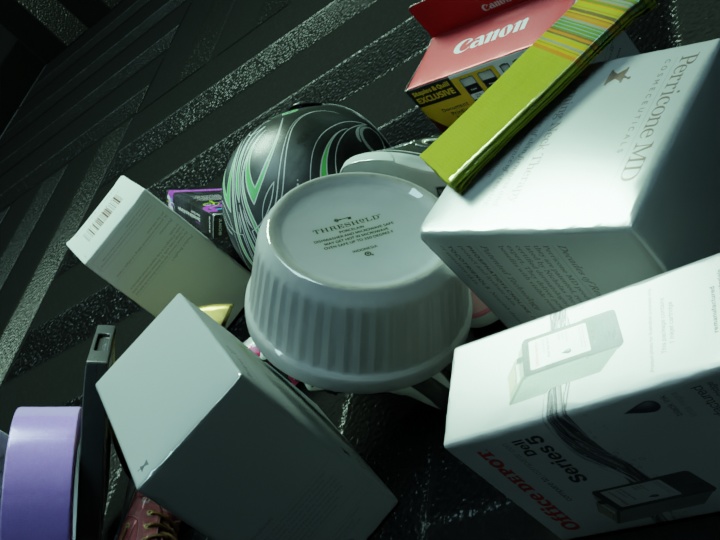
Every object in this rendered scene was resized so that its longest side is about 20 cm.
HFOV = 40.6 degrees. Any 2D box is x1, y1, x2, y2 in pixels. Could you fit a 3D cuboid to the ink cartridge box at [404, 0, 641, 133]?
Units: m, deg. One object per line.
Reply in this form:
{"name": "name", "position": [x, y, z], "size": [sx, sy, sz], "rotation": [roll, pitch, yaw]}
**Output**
{"name": "ink cartridge box", "position": [0.151, -0.199, 0.954], "size": [0.200, 0.176, 0.084], "rotation": [-10, 46, 48]}

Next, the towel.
{"name": "towel", "position": [0.131, -0.143, 0.744], "size": [0.200, 0.018, 0.086], "rotation": [-44, 23, 6]}

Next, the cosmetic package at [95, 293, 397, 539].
{"name": "cosmetic package", "position": [-0.104, 0.148, 0.850], "size": [0.123, 0.200, 0.199], "rotation": [-49, 30, -3]}

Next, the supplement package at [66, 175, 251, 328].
{"name": "supplement package", "position": [-0.245, -0.008, 1.221], "size": [0.117, 0.200, 0.117], "rotation": [-52, 30, -7]}

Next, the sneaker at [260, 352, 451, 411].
{"name": "sneaker", "position": [-0.002, 0.085, 0.870], "size": [0.199, 0.074, 0.080], "rotation": [24, 83, 25]}

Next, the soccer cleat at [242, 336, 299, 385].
{"name": "soccer cleat", "position": [-0.073, 0.076, 1.042], "size": [0.200, 0.070, 0.086], "rotation": [-32, 23, 16]}

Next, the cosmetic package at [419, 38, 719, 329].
{"name": "cosmetic package", "position": [0.190, -0.042, 0.724], "size": [0.200, 0.166, 0.168], "rotation": [1, 53, 52]}

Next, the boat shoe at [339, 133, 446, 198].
{"name": "boat shoe", "position": [0.080, -0.102, 0.992], "size": [0.199, 0.071, 0.064], "rotation": [3, 47, 15]}

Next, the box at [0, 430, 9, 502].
{"name": "box", "position": [-0.444, 0.297, 1.144], "size": [0.097, 0.176, 0.200], "rotation": [3, 56, 54]}

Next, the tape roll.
{"name": "tape roll", "position": [-0.323, 0.242, 1.000], "size": [0.200, 0.065, 0.201], "rotation": [-178, 90, -79]}

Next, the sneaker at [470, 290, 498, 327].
{"name": "sneaker", "position": [0.132, -0.051, 0.876], "size": [0.200, 0.105, 0.075], "rotation": [-50, 31, -1]}

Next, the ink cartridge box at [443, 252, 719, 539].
{"name": "ink cartridge box", "position": [0.174, 0.088, 0.610], "size": [0.200, 0.145, 0.084], "rotation": [-24, 38, 36]}

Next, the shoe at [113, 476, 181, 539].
{"name": "shoe", "position": [-0.204, 0.270, 0.974], "size": [0.091, 0.071, 0.201], "rotation": [-1, 59, 51]}

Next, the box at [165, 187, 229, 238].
{"name": "box", "position": [-0.157, -0.078, 1.269], "size": [0.200, 0.142, 0.036], "rotation": [24, 116, 61]}

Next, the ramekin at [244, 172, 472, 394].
{"name": "ramekin", "position": [0.000, 0.000, 0.820], "size": [0.201, 0.094, 0.203], "rotation": [2, 41, -1]}

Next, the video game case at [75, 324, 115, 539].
{"name": "video game case", "position": [-0.278, 0.173, 1.029], "size": [0.181, 0.025, 0.201], "rotation": [-145, 59, -76]}

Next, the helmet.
{"name": "helmet", "position": [-0.061, -0.075, 1.092], "size": [0.200, 0.200, 0.191], "rotation": [-10, 29, 47]}

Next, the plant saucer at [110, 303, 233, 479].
{"name": "plant saucer", "position": [-0.221, 0.131, 1.090], "size": [0.200, 0.048, 0.200], "rotation": [-60, 2, -21]}
